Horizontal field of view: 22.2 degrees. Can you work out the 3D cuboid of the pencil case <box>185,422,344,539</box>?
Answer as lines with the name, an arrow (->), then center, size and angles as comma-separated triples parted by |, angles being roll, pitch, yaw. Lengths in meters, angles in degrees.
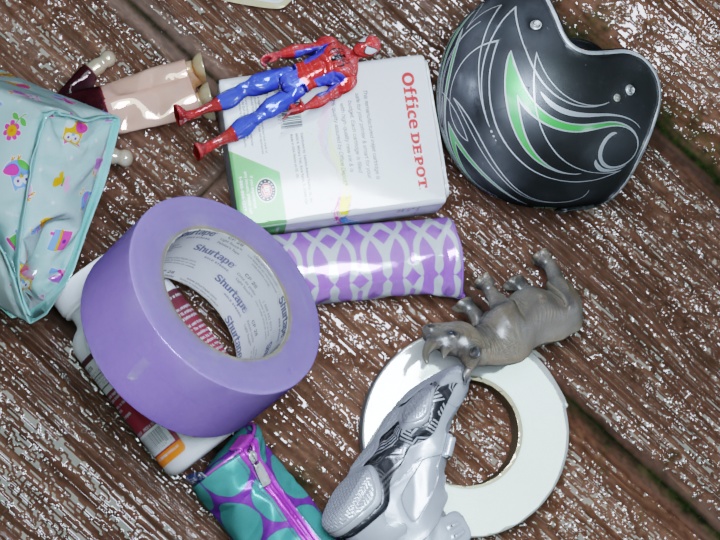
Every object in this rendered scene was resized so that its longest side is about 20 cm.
pencil case -> -0.068, 0.242, 1.697 | 0.085, 0.092, 0.200 | -40, 90, -31

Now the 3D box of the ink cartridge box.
ink cartridge box -> -0.028, -0.115, 1.748 | 0.200, 0.084, 0.145 | -8, 83, -7

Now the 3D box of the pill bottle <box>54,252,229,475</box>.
pill bottle -> -0.190, 0.079, 1.693 | 0.113, 0.113, 0.200 | -37, 88, -9

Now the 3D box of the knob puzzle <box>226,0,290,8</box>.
knob puzzle -> -0.115, -0.336, 1.747 | 0.220, 0.030, 0.220 | 0, 117, 0

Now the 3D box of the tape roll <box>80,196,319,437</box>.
tape roll -> -0.139, 0.040, 1.616 | 0.200, 0.085, 0.200 | 25, 44, -28

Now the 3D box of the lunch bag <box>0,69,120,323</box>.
lunch bag -> -0.328, -0.070, 1.656 | 0.170, 0.122, 0.200 | 24, 104, 31

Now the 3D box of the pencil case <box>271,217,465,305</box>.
pencil case -> 0.000, 0.000, 1.741 | 0.200, 0.084, 0.086 | -6, 119, -5

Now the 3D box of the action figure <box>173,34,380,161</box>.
action figure -> -0.070, -0.168, 1.687 | 0.200, 0.052, 0.065 | -27, 78, -12

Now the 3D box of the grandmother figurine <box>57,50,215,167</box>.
grandmother figurine -> -0.241, -0.149, 1.747 | 0.200, 0.061, 0.121 | -12, 57, -5

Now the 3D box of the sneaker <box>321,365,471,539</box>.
sneaker -> 0.061, 0.190, 1.693 | 0.115, 0.075, 0.200 | 42, 70, -12

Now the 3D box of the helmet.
helmet -> 0.164, -0.161, 1.724 | 0.191, 0.200, 0.200 | 17, 81, -16

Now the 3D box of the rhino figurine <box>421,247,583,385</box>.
rhino figurine -> 0.131, 0.049, 1.717 | 0.200, 0.060, 0.087 | -23, 63, -39

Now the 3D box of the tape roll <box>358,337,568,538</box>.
tape roll -> 0.099, 0.155, 1.754 | 0.203, 0.037, 0.203 | 1, 83, -5
